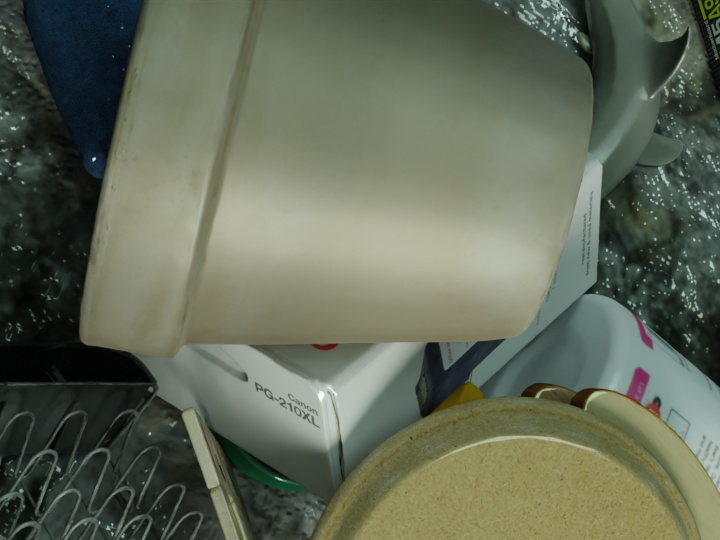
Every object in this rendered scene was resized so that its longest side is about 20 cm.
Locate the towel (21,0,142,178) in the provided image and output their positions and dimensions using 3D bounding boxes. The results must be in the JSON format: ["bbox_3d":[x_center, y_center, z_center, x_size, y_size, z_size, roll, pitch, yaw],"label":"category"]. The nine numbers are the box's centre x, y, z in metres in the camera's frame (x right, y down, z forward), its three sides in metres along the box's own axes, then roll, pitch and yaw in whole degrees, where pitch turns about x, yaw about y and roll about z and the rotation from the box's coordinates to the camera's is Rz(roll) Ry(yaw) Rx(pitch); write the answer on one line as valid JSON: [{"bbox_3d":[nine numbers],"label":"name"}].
[{"bbox_3d":[-0.113,-0.143,0.824,0.111,0.049,0.200,-17,67,-13],"label":"towel"}]

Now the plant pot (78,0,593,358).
[{"bbox_3d":[-0.007,-0.047,0.674,0.173,0.200,0.200,14,64,-5],"label":"plant pot"}]

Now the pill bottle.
[{"bbox_3d":[0.158,0.112,0.864,0.200,0.113,0.114,38,57,-22],"label":"pill bottle"}]

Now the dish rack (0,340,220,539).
[{"bbox_3d":[-0.122,0.112,0.686,0.153,0.055,0.200,2,38,-43],"label":"dish rack"}]

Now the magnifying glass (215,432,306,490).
[{"bbox_3d":[0.018,0.068,0.866,0.200,0.022,0.080,-1,72,-30],"label":"magnifying glass"}]

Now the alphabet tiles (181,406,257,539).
[{"bbox_3d":[-0.034,0.164,0.718,0.008,0.167,0.200,-19,77,-4],"label":"alphabet tiles"}]

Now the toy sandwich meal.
[{"bbox_3d":[0.064,0.139,0.738,0.205,0.070,0.206,-1,95,-11],"label":"toy sandwich meal"}]

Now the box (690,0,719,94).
[{"bbox_3d":[0.310,-0.168,1.106,0.200,0.044,0.161,-7,74,-31],"label":"box"}]

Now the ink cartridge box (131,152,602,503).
[{"bbox_3d":[0.000,0.000,0.804,0.145,0.084,0.200,27,50,32],"label":"ink cartridge box"}]

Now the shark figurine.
[{"bbox_3d":[0.153,-0.141,0.984,0.128,0.089,0.215,0,73,-31],"label":"shark figurine"}]
